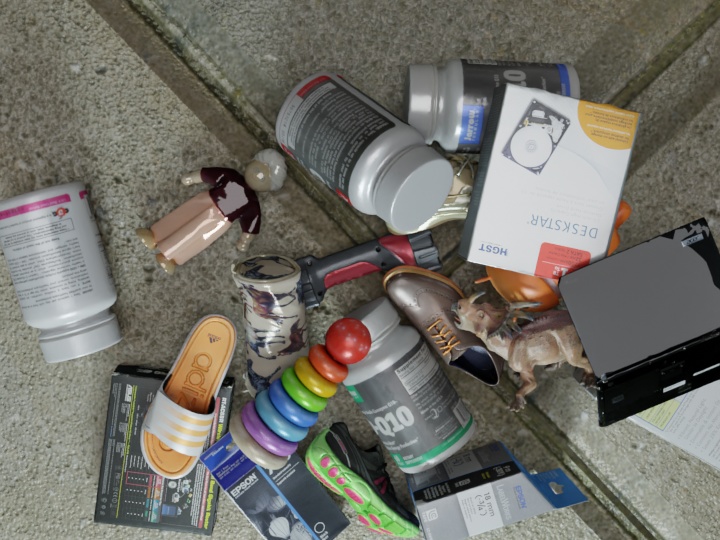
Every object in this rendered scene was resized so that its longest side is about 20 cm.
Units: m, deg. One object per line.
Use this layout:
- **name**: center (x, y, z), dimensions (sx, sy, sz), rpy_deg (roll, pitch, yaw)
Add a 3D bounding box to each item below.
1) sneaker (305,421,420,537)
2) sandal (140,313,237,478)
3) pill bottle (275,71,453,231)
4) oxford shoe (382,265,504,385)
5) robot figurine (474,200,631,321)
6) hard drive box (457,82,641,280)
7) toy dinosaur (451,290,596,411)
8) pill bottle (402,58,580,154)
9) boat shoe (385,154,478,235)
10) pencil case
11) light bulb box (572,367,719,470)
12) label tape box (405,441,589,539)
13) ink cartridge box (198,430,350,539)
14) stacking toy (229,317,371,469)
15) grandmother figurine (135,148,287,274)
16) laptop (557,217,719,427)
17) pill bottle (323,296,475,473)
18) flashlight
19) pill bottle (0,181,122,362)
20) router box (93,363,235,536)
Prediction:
- **sneaker**: center (0.017, 0.269, 1.227), dimensions (0.200, 0.077, 0.084), rpy_deg (51, 53, -23)
- **sandal**: center (-0.208, 0.150, 1.151), dimensions (0.079, 0.059, 0.207), rpy_deg (20, 89, -5)
- **pill bottle**: center (0.004, -0.137, 1.119), dimensions (0.200, 0.114, 0.114), rpy_deg (41, 94, 31)
- **oxford shoe**: center (0.108, 0.068, 1.188), dimensions (0.200, 0.073, 0.071), rpy_deg (37, 117, -20)
- **robot figurine**: center (0.235, -0.031, 1.187), dimensions (0.200, 0.144, 0.117), rpy_deg (-45, 65, 3)
- **hard drive box**: center (0.209, -0.094, 1.084), dimensions (0.156, 0.077, 0.200), rpy_deg (11, 96, -3)
- **toy dinosaur**: center (0.218, 0.077, 1.147), dimensions (0.200, 0.086, 0.136), rpy_deg (-12, 116, -12)
- **pill bottle**: center (0.154, -0.197, 1.165), dimensions (0.200, 0.114, 0.114), rpy_deg (2, 97, -3)
- **boat shoe**: center (0.118, -0.103, 1.161), dimensions (0.200, 0.072, 0.065), rpy_deg (-16, 123, 12)
- **pencil case**: center (-0.108, 0.072, 1.167), dimensions (0.089, 0.078, 0.200), rpy_deg (-6, 121, -6)
- **light bulb box**: center (0.409, 0.111, 1.207), dimensions (0.200, 0.125, 0.198), rpy_deg (30, 95, -5)
- **label tape box**: center (0.164, 0.268, 1.204), dimensions (0.200, 0.144, 0.063), rpy_deg (-18, 95, -1)
- **ink cartridge box**: center (-0.105, 0.278, 1.211), dimensions (0.099, 0.039, 0.200), rpy_deg (-40, 111, -12)
- **stacking toy**: center (-0.061, 0.137, 1.126), dimensions (0.085, 0.085, 0.200), rpy_deg (42, 101, -6)
- **grandmother figurine**: center (-0.172, -0.077, 1.192), dimensions (0.200, 0.061, 0.121), rpy_deg (-38, 106, 5)
- **laptop**: center (0.328, 0.066, 1.091), dimensions (0.177, 0.200, 0.103), rpy_deg (-22, 55, 1)
- **pill bottle**: center (0.046, 0.140, 1.199), dimensions (0.113, 0.113, 0.200), rpy_deg (-33, 96, 1)
- **flashlight**: center (0.000, 0.000, 1.207), dimensions (0.200, 0.068, 0.068), rpy_deg (-21, 141, 3)
- **pill bottle**: center (-0.362, 0.002, 1.163), dimensions (0.113, 0.113, 0.200), rpy_deg (-15, 97, -1)
- **router box**: center (-0.246, 0.225, 1.219), dimensions (0.150, 0.062, 0.200), rpy_deg (9, 96, -4)
